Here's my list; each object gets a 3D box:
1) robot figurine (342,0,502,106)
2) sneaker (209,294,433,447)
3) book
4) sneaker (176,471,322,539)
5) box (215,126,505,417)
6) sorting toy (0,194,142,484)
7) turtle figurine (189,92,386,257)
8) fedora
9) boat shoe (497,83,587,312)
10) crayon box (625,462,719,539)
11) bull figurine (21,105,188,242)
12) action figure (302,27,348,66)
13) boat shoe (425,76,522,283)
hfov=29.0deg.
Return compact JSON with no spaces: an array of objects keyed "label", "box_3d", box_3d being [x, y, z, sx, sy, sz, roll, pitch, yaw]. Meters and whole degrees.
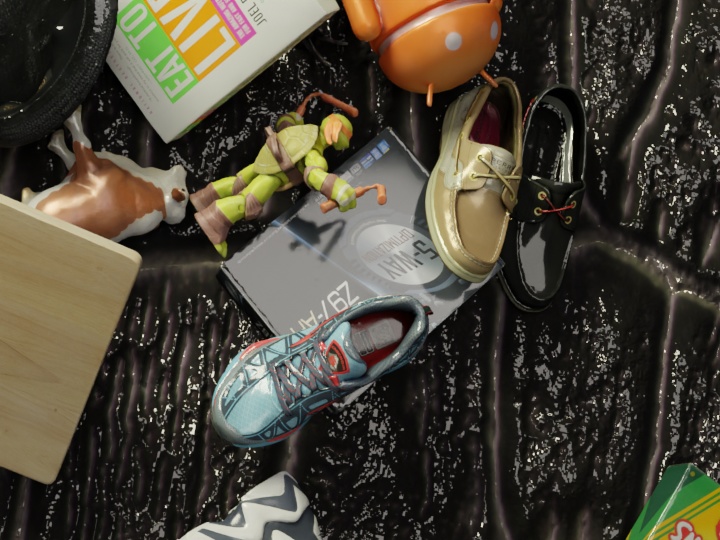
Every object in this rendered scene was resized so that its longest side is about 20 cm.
[{"label":"robot figurine","box_3d":[0.051,-0.240,1.195,0.116,0.144,0.202,-24,83,13]},{"label":"sneaker","box_3d":[-0.032,0.069,1.101,0.199,0.096,0.080,-31,86,-16]},{"label":"book","box_3d":[-0.125,-0.213,1.142,0.134,0.199,0.048,56,33,0]},{"label":"sneaker","box_3d":[-0.102,0.266,1.100,0.198,0.080,0.130,-31,78,-26]},{"label":"box","box_3d":[0.000,0.000,1.195,0.200,0.044,0.161,-39,89,-16]},{"label":"sorting toy","box_3d":[-0.290,0.032,1.073,0.198,0.070,0.200,23,107,-7]},{"label":"turtle figurine","box_3d":[-0.063,-0.080,1.144,0.161,0.200,0.065,-35,129,3]},{"label":"fedora","box_3d":[-0.271,-0.199,1.128,0.198,0.092,0.203,0,92,12]},{"label":"boat shoe","box_3d":[0.161,-0.066,1.236,0.073,0.063,0.204,9,79,-15]},{"label":"crayon box","box_3d":[0.276,0.285,1.196,0.126,0.051,0.201,35,74,-4]},{"label":"bull figurine","box_3d":[-0.238,-0.055,1.143,0.199,0.065,0.122,-34,86,-17]},{"label":"action figure","box_3d":[-0.084,-0.269,1.203,0.119,0.101,0.201,-49,127,-35]},{"label":"boat shoe","box_3d":[0.103,-0.085,1.187,0.073,0.066,0.202,22,52,-24]}]
